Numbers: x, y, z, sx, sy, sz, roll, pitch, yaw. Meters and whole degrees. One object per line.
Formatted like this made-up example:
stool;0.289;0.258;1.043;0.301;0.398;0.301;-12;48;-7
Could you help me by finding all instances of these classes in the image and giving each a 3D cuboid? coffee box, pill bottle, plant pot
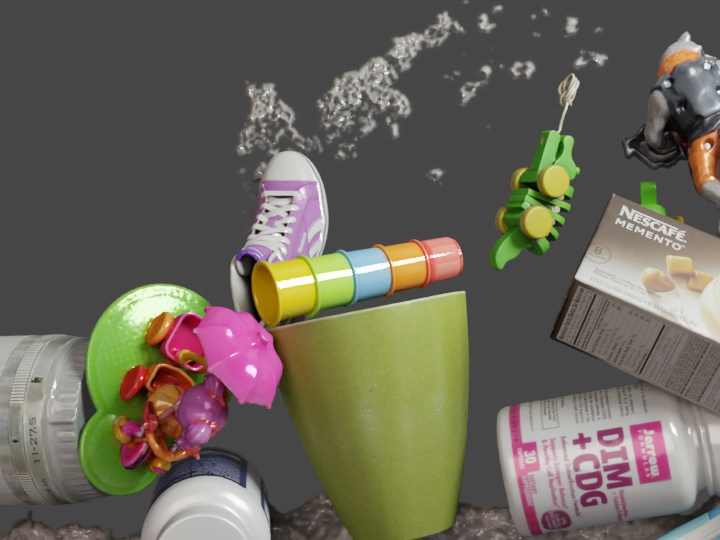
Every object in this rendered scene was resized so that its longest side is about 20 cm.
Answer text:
coffee box;0.272;0.035;1.062;0.199;0.080;0.115;25;48;10
pill bottle;-0.134;0.226;1.129;0.110;0.200;0.112;0;94;-5
plant pot;0.021;0.134;1.152;0.186;0.187;0.202;-12;88;11
pill bottle;0.224;0.157;1.111;0.199;0.113;0.114;-12;74;11

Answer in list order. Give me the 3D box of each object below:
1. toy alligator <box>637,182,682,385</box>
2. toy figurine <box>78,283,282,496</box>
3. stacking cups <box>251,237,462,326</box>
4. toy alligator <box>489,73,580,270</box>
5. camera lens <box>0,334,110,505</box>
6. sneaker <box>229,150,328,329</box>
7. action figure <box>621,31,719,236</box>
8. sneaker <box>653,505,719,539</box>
toy alligator;0.260;0.012;1.161;0.059;0.054;0.202;-2;76;15
toy figurine;-0.147;0.101;1.108;0.150;0.184;0.201;35;69;-24
stacking cups;0.000;0.000;1.191;0.199;0.061;0.061;-14;69;-27
toy alligator;0.180;-0.084;1.219;0.054;0.059;0.201;28;81;-23
camera lens;-0.329;0.142;1.235;0.198;0.160;0.161;-2;76;14
sneaker;-0.080;-0.031;1.239;0.072;0.114;0.202;-3;74;15
action figure;0.340;-0.144;1.157;0.199;0.105;0.194;-31;57;1
sneaker;0.329;0.254;1.070;0.200;0.079;0.131;-34;70;25
